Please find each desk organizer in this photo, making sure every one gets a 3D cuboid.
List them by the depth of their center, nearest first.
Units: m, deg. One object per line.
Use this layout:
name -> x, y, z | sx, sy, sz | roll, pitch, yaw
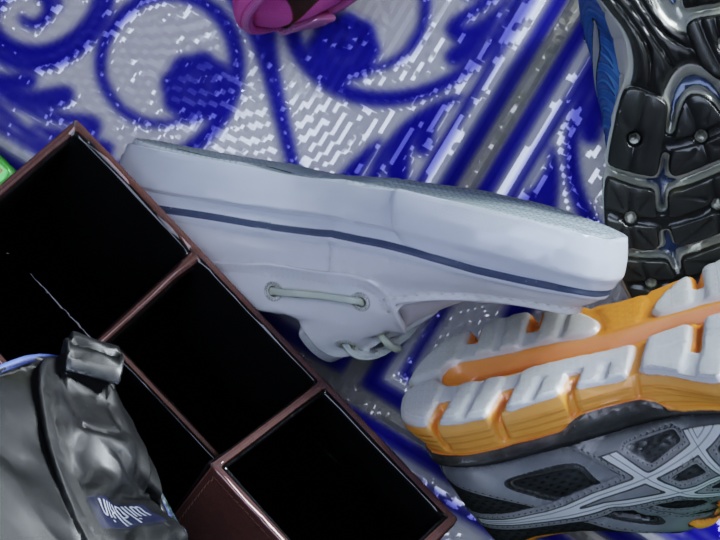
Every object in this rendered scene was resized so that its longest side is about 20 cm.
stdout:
desk organizer -> -0.068, 0.051, 0.746 | 0.200, 0.072, 0.077 | 46, 132, 9

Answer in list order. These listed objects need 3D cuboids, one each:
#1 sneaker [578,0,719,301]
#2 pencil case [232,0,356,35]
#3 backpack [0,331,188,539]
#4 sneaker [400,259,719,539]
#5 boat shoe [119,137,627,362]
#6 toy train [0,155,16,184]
sneaker -> 0.118, -0.071, 0.764 | 0.078, 0.089, 0.201 | -8, 100, 11
pencil case -> -0.065, -0.175, 0.801 | 0.091, 0.094, 0.200 | -26, 73, -44
backpack -> -0.113, 0.148, 0.637 | 0.147, 0.183, 0.200 | -45, 74, 32
sneaker -> 0.116, 0.048, 0.729 | 0.199, 0.078, 0.077 | -10, 120, 26
boat shoe -> 0.000, 0.000, 0.764 | 0.199, 0.073, 0.067 | 12, 97, 32
toy train -> -0.206, 0.018, 0.808 | 0.056, 0.042, 0.200 | 43, 88, 1
